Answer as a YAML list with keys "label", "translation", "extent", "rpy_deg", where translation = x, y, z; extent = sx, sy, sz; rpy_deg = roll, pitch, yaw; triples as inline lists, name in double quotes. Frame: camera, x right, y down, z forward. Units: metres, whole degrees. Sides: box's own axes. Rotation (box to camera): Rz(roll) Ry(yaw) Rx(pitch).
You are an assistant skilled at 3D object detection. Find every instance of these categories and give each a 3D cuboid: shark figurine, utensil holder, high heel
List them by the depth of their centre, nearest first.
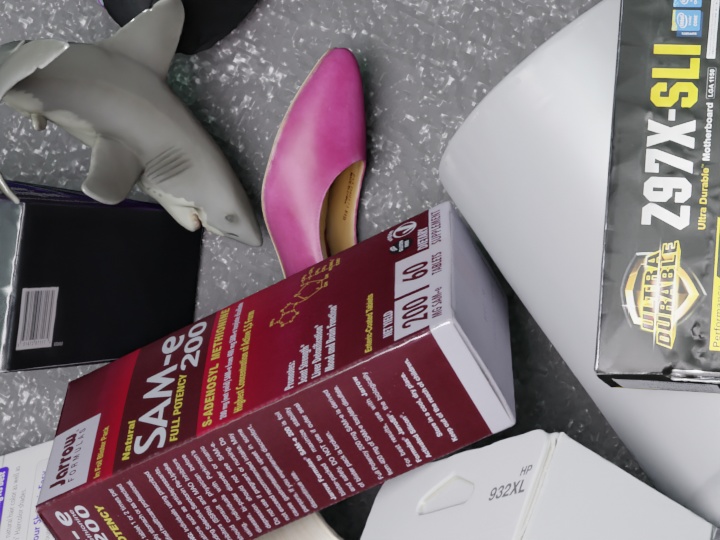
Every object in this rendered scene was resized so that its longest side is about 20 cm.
- label: "utensil holder"
  translation: [0.153, -0.008, 0.921]
  extent: [0.170, 0.170, 0.200]
  rpy_deg: [-40, 75, 13]
- label: "shark figurine"
  translation: [-0.114, -0.088, 0.959]
  extent: [0.090, 0.214, 0.128]
  rpy_deg: [-45, 65, 11]
- label: "high heel"
  translation: [0.000, 0.000, 1.017]
  extent: [0.096, 0.067, 0.200]
  rpy_deg: [15, 96, 22]

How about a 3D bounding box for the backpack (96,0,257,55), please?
- label: "backpack"
  translation: [-0.115, -0.221, 1.031]
  extent: [0.200, 0.127, 0.167]
  rpy_deg: [45, 105, 17]

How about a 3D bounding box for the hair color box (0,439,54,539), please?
- label: "hair color box"
  translation: [-0.154, 0.144, 1.044]
  extent: [0.200, 0.065, 0.109]
  rpy_deg: [-17, 44, 16]

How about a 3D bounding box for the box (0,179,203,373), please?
- label: "box"
  translation: [-0.177, -0.004, 1.006]
  extent: [0.141, 0.200, 0.079]
  rpy_deg: [7, 92, 18]

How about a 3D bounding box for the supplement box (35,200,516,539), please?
- label: "supplement box"
  translation: [-0.035, 0.056, 0.933]
  extent: [0.200, 0.109, 0.061]
  rpy_deg: [-26, 115, 14]

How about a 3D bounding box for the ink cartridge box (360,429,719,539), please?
- label: "ink cartridge box"
  translation: [0.107, 0.157, 0.891]
  extent: [0.200, 0.145, 0.084]
  rpy_deg: [32, 63, -18]

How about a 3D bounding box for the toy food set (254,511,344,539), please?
- label: "toy food set"
  translation: [0.004, 0.207, 0.987]
  extent: [0.200, 0.060, 0.144]
  rpy_deg: [38, 102, -15]

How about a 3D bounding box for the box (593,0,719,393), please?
- label: "box"
  translation: [0.175, -0.052, 0.809]
  extent: [0.160, 0.049, 0.200]
  rpy_deg: [2, 84, 17]
